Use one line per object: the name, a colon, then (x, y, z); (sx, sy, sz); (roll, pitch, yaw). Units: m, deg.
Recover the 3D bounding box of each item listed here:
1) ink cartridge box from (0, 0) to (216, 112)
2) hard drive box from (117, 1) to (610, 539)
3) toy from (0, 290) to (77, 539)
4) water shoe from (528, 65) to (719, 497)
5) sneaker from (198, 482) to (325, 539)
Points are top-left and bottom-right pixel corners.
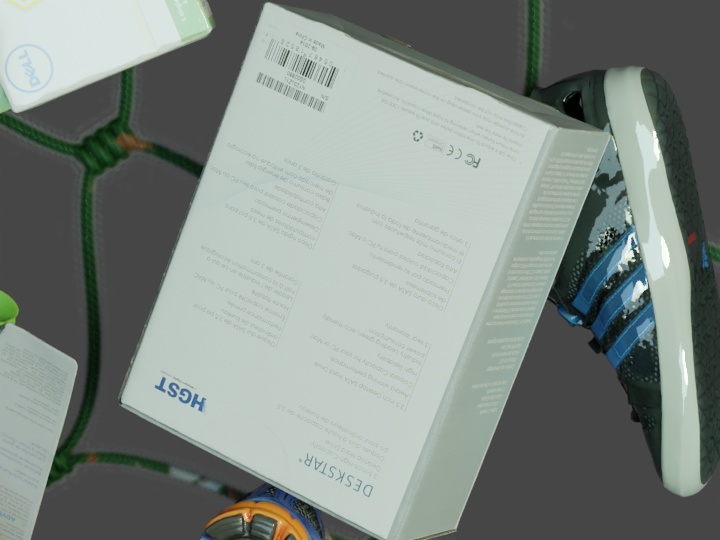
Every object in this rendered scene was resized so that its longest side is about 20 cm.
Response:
ink cartridge box: (-0.185, -0.141, 1.224); (0.199, 0.048, 0.146); (-22, 98, 4)
hard drive box: (0.000, 0.000, 1.195); (0.155, 0.077, 0.201); (26, 100, 22)
toy: (-0.196, 0.092, 1.252); (0.115, 0.047, 0.201); (27, 123, 14)
water shoe: (0.122, 0.007, 1.227); (0.079, 0.071, 0.201); (-8, 92, 22)
sneaker: (-0.037, 0.188, 1.256); (0.075, 0.078, 0.201); (12, 117, 13)
